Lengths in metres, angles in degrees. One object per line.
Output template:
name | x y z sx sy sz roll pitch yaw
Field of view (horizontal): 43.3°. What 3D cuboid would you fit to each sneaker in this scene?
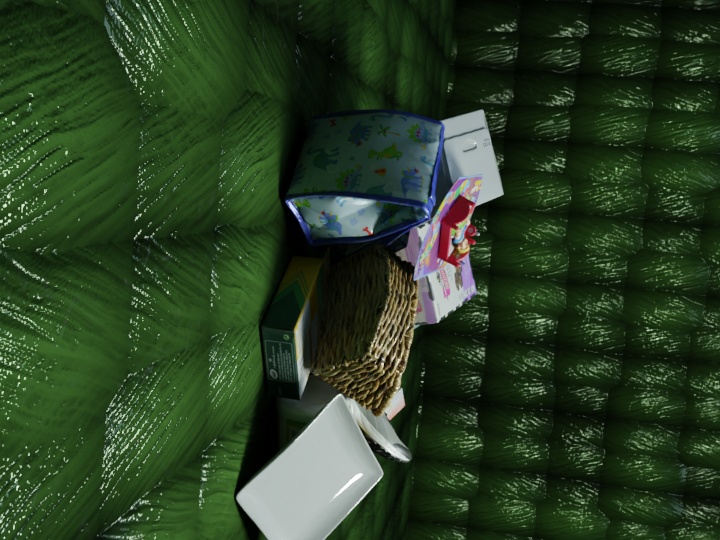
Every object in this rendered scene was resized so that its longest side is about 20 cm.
sneaker | 0.017 0.226 1.428 0.079 0.200 0.074 -47 -166 -22

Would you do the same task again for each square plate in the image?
square plate | -0.069 0.295 1.268 0.198 0.028 0.201 -42 132 -20

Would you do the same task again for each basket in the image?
basket | 0.037 0.083 1.309 0.149 0.142 0.202 37 46 -32

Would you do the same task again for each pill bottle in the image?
pill bottle | -0.071 0.269 1.355 0.111 0.109 0.203 -64 157 -63

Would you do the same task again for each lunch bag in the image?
lunch bag | 0.016 -0.134 1.282 0.128 0.197 0.172 59 34 -46

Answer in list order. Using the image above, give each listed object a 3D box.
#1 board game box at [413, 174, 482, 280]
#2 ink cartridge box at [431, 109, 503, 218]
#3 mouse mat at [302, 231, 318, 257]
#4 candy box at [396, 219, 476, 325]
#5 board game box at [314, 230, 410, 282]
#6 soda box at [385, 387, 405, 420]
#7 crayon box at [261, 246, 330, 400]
board game box | 0.144 -0.056 1.309 0.200 0.039 0.160 -18 133 -66
ink cartridge box | 0.103 -0.160 1.470 0.145 0.198 0.147 -23 99 -46
mouse mat | -0.069 -0.083 1.461 0.202 0.007 0.162 85 15 -45
candy box | 0.128 -0.009 1.618 0.200 0.071 0.170 -27 107 -60
board game box | 0.005 -0.065 1.407 0.034 0.199 0.137 33 53 -28
soda box | -0.016 0.255 1.498 0.200 0.063 0.069 -42 151 -18
crayon box | -0.089 0.070 1.310 0.201 0.051 0.127 -70 163 -52
